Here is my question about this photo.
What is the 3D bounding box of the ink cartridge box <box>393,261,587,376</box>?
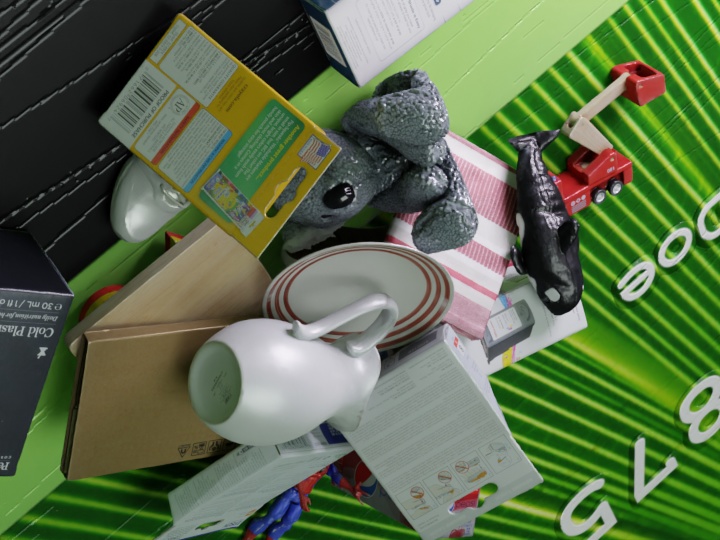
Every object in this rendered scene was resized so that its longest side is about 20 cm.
[{"bbox_3d":[0.138,0.059,1.580,0.198,0.147,0.087,-24,103,-22],"label":"ink cartridge box"}]

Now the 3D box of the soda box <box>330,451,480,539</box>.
[{"bbox_3d":[0.051,0.252,1.611,0.069,0.199,0.064,3,100,-38],"label":"soda box"}]

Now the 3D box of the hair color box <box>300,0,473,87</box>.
[{"bbox_3d":[0.044,-0.285,1.351,0.199,0.060,0.101,-38,135,-10],"label":"hair color box"}]

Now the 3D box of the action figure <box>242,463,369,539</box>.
[{"bbox_3d":[-0.068,0.286,1.625,0.065,0.099,0.202,23,100,-43],"label":"action figure"}]

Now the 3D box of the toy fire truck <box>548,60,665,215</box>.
[{"bbox_3d":[0.272,-0.148,1.623,0.198,0.049,0.142,-28,131,-18],"label":"toy fire truck"}]

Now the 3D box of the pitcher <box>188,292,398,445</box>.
[{"bbox_3d":[-0.060,0.090,1.351,0.198,0.121,0.173,3,124,-47],"label":"pitcher"}]

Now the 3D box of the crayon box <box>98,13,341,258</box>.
[{"bbox_3d":[-0.123,-0.119,1.244,0.126,0.199,0.052,-51,168,4],"label":"crayon box"}]

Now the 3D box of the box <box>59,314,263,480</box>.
[{"bbox_3d":[-0.196,0.125,1.371,0.198,0.021,0.166,-5,122,-34],"label":"box"}]

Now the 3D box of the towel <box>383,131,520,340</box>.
[{"bbox_3d":[0.101,-0.042,1.486,0.143,0.023,0.202,28,70,-15],"label":"towel"}]

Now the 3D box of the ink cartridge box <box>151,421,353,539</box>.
[{"bbox_3d":[-0.122,0.231,1.514,0.199,0.041,0.199,-35,163,19],"label":"ink cartridge box"}]

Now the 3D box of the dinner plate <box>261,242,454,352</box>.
[{"bbox_3d":[-0.003,0.025,1.398,0.197,0.025,0.201,-6,146,-4],"label":"dinner plate"}]

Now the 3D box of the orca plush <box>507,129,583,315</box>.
[{"bbox_3d":[0.220,-0.054,1.495,0.104,0.071,0.203,4,83,-37],"label":"orca plush"}]

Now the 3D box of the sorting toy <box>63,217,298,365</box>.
[{"bbox_3d":[-0.183,0.055,1.400,0.199,0.070,0.200,-39,134,-8],"label":"sorting toy"}]

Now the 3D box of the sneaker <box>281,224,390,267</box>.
[{"bbox_3d":[0.000,0.000,1.499,0.198,0.073,0.086,-4,127,-31],"label":"sneaker"}]

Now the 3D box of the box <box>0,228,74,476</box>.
[{"bbox_3d":[-0.389,0.069,1.218,0.198,0.124,0.199,6,117,-39],"label":"box"}]

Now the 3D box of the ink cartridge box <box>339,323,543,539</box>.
[{"bbox_3d":[0.082,0.178,1.484,0.161,0.050,0.201,-31,109,18],"label":"ink cartridge box"}]

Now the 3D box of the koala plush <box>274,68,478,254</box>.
[{"bbox_3d":[-0.005,-0.103,1.389,0.197,0.184,0.179,-20,119,0],"label":"koala plush"}]

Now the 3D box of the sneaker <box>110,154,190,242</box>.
[{"bbox_3d":[-0.161,-0.101,1.306,0.201,0.080,0.070,-48,137,2],"label":"sneaker"}]

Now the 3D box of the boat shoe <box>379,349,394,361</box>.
[{"bbox_3d":[-0.006,0.100,1.521,0.072,0.072,0.201,-46,119,-16],"label":"boat shoe"}]
